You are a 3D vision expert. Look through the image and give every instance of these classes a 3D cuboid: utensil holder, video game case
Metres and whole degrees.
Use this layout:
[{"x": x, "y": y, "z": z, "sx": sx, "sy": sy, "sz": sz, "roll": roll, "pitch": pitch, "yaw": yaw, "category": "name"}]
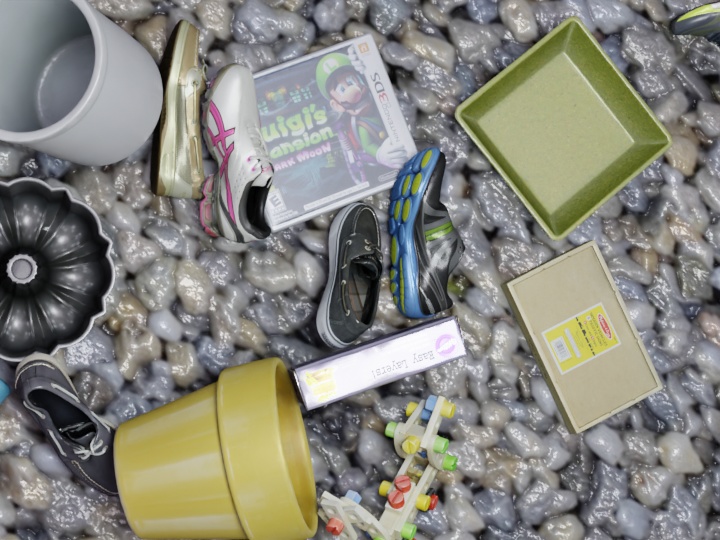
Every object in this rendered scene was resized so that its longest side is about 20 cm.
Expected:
[{"x": -0.317, "y": -0.203, "z": 1.535, "sx": 0.170, "sy": 0.200, "sz": 0.170, "roll": -1, "pitch": 85, "yaw": 11, "category": "utensil holder"}, {"x": -0.046, "y": -0.162, "z": 1.695, "sx": 0.200, "sy": 0.023, "sz": 0.182, "roll": -21, "pitch": 90, "yaw": -12, "category": "video game case"}]

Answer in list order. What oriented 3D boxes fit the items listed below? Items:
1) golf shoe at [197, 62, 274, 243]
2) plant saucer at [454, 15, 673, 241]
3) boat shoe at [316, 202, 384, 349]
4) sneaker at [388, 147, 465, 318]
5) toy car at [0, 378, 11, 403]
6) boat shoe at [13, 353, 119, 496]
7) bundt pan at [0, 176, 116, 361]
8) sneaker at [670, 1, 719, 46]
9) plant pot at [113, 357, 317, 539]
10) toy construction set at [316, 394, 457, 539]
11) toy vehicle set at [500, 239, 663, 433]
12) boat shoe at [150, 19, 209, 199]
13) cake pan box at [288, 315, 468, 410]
[{"x": -0.127, "y": -0.130, "z": 1.619, "sx": 0.073, "sy": 0.092, "sz": 0.200, "roll": -18, "pitch": 114, "yaw": -53, "category": "golf shoe"}, {"x": 0.239, "y": -0.168, "z": 1.738, "sx": 0.200, "sy": 0.048, "sz": 0.200, "roll": -39, "pitch": 94, "yaw": -12, "category": "plant saucer"}, {"x": 0.000, "y": 0.000, "z": 1.632, "sx": 0.069, "sy": 0.057, "sz": 0.200, "roll": 35, "pitch": 46, "yaw": -29, "category": "boat shoe"}, {"x": 0.081, "y": -0.044, "z": 1.686, "sx": 0.083, "sy": 0.071, "sz": 0.200, "roll": -2, "pitch": 99, "yaw": -23, "category": "sneaker"}, {"x": -0.482, "y": 0.144, "z": 1.497, "sx": 0.177, "sy": 0.200, "sz": 0.184, "roll": 43, "pitch": 79, "yaw": -5, "category": "toy car"}, {"x": -0.308, "y": 0.181, "z": 1.567, "sx": 0.073, "sy": 0.063, "sz": 0.200, "roll": -30, "pitch": 117, "yaw": 2, "category": "boat shoe"}, {"x": -0.370, "y": 0.001, "z": 1.592, "sx": 0.202, "sy": 0.076, "sz": 0.202, "roll": 1, "pitch": 85, "yaw": -10, "category": "bundt pan"}, {"x": 0.478, "y": -0.284, "z": 1.783, "sx": 0.200, "sy": 0.074, "sz": 0.081, "roll": 5, "pitch": 88, "yaw": -9, "category": "sneaker"}, {"x": -0.159, "y": 0.208, "z": 1.569, "sx": 0.189, "sy": 0.201, "sz": 0.201, "roll": -11, "pitch": 88, "yaw": 4, "category": "plant pot"}, {"x": 0.041, "y": 0.241, "z": 1.623, "sx": 0.092, "sy": 0.131, "sz": 0.200, "roll": 30, "pitch": 57, "yaw": 29, "category": "toy construction set"}, {"x": 0.266, "y": 0.079, "z": 1.735, "sx": 0.124, "sy": 0.027, "sz": 0.200, "roll": -25, "pitch": 91, "yaw": -12, "category": "toy vehicle set"}, {"x": -0.197, "y": -0.182, "z": 1.645, "sx": 0.063, "sy": 0.073, "sz": 0.201, "roll": 6, "pitch": 87, "yaw": -18, "category": "boat shoe"}, {"x": 0.014, "y": 0.101, "z": 1.596, "sx": 0.184, "sy": 0.200, "sz": 0.052, "roll": -16, "pitch": 88, "yaw": -6, "category": "cake pan box"}]
